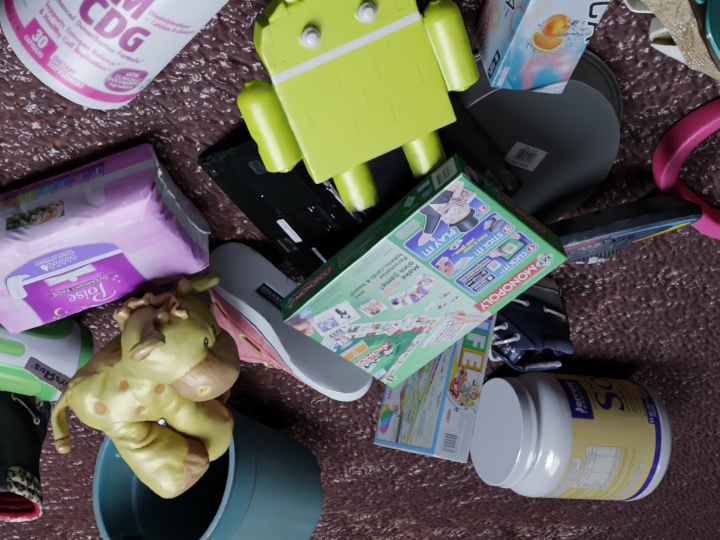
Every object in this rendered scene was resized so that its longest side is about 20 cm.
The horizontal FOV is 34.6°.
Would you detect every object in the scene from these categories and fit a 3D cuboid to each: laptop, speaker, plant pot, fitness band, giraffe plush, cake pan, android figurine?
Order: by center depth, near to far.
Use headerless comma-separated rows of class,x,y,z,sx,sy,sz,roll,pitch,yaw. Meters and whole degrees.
android figurine,-0.003,-0.147,0.871,0.182,0.041,0.200,-23,118,-5
laptop,-0.003,-0.081,0.979,0.200,0.103,0.177,-11,128,48
cake pan,0.137,-0.107,1.003,0.200,0.037,0.200,-8,136,-8
giraffe plush,-0.174,0.082,1.033,0.200,0.173,0.162,23,130,-29
speaker,-0.356,0.065,1.073,0.200,0.089,0.088,18,134,-33
fitness band,0.366,-0.093,1.101,0.144,0.037,0.200,-34,136,27
plant pot,-0.154,0.240,1.277,0.200,0.200,0.196,-31,146,23

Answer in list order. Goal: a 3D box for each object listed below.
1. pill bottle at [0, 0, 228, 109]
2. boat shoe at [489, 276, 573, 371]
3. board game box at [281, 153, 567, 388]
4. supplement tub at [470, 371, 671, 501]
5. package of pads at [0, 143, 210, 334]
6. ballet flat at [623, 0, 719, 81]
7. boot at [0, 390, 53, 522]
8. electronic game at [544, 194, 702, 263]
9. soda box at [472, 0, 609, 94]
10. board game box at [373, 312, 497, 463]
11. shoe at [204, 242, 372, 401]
pill bottle,-0.137,-0.207,0.756,0.113,0.113,0.200,25,129,-38
boat shoe,0.128,0.048,1.172,0.200,0.093,0.075,5,140,-21
board game box,0.051,0.008,0.951,0.200,0.029,0.135,-39,127,24
supplement tub,0.242,0.193,1.347,0.200,0.146,0.145,7,139,-23
package of pads,-0.240,-0.025,0.994,0.200,0.076,0.121,-19,141,9
ballet flat,0.251,-0.209,0.912,0.065,0.071,0.200,-4,150,38
boot,-0.384,0.153,1.123,0.073,0.151,0.200,-31,139,23
electronic game,0.218,-0.029,1.075,0.200,0.042,0.200,-14,176,-1
soda box,0.150,-0.226,0.843,0.063,0.068,0.200,3,139,-18
board game box,0.073,0.070,1.064,0.034,0.200,0.134,16,171,-21
shoe,-0.068,0.063,1.080,0.071,0.200,0.091,-40,158,-27
